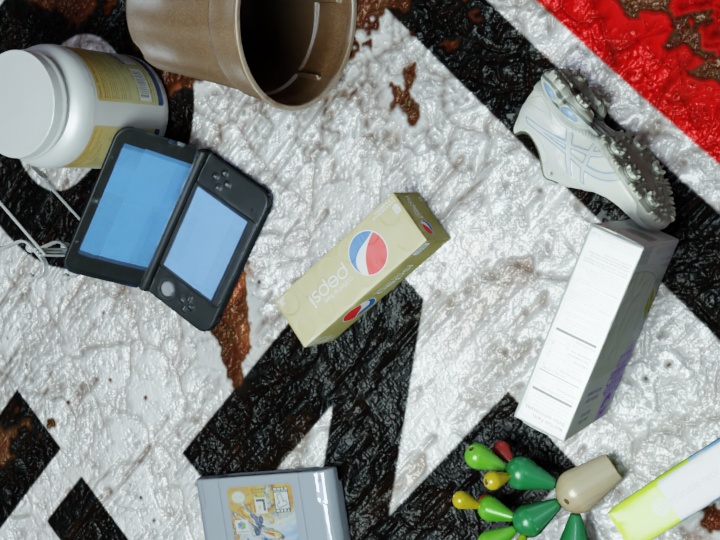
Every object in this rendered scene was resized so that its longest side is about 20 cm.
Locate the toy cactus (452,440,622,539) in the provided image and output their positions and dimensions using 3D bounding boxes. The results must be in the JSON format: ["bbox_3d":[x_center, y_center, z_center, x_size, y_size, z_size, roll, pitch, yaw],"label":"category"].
[{"bbox_3d":[0.196,0.251,1.215,0.165,0.102,0.200,-34,74,7],"label":"toy cactus"}]

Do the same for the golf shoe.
[{"bbox_3d":[0.232,-0.106,1.174,0.097,0.078,0.200,-49,63,35],"label":"golf shoe"}]

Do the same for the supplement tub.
[{"bbox_3d":[-0.342,-0.194,1.406,0.144,0.200,0.145,2,94,29],"label":"supplement tub"}]

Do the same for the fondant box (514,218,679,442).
[{"bbox_3d":[0.231,0.053,1.136,0.058,0.144,0.201,27,106,23],"label":"fondant box"}]

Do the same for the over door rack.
[{"bbox_3d":[-0.414,-0.067,1.489,0.067,0.148,0.200,-38,76,20],"label":"over door rack"}]

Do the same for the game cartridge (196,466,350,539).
[{"bbox_3d":[-0.106,0.307,1.406,0.199,0.041,0.134,-10,85,29],"label":"game cartridge"}]

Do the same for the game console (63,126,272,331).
[{"bbox_3d":[-0.230,-0.045,1.402,0.170,0.118,0.201,35,110,23],"label":"game console"}]

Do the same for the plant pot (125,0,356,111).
[{"bbox_3d":[-0.141,-0.287,1.303,0.198,0.200,0.201,12,100,36],"label":"plant pot"}]

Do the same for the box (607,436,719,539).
[{"bbox_3d":[0.338,0.183,1.098,0.200,0.122,0.048,-40,71,25],"label":"box"}]

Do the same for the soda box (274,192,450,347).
[{"bbox_3d":[0.000,0.000,1.308,0.200,0.064,0.068,-41,74,24],"label":"soda box"}]
